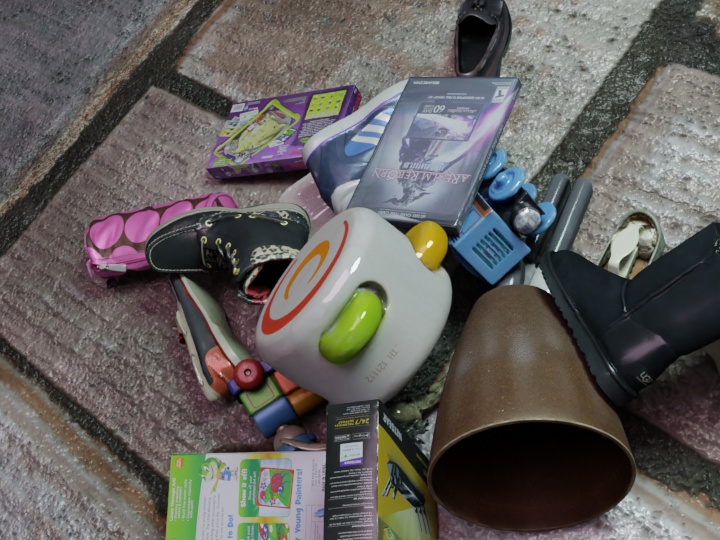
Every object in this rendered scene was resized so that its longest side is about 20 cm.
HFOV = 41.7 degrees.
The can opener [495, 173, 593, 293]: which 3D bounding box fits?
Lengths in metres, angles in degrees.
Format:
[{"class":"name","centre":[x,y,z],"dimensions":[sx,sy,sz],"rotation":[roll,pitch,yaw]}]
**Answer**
[{"class":"can opener","centre":[0.200,-0.027,1.038],"dimensions":[0.053,0.067,0.201],"rotation":[16,69,28]}]

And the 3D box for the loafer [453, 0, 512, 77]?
[{"class":"loafer","centre":[0.154,-0.303,1.223],"dimensions":[0.071,0.063,0.201],"rotation":[-2,60,20]}]

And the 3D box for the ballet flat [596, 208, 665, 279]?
[{"class":"ballet flat","centre":[0.258,0.021,0.989],"dimensions":[0.067,0.064,0.201],"rotation":[20,70,30]}]

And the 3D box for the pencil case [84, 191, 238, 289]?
[{"class":"pencil case","centre":[-0.252,-0.040,1.213],"dimensions":[0.199,0.091,0.094],"rotation":[-13,22,16]}]

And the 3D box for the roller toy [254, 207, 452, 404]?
[{"class":"roller toy","centre":[-0.002,0.043,0.947],"dimensions":[0.182,0.140,0.201],"rotation":[-34,26,46]}]

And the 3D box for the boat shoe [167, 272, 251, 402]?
[{"class":"boat shoe","centre":[-0.193,0.071,1.135],"dimensions":[0.063,0.071,0.200],"rotation":[-44,51,8]}]

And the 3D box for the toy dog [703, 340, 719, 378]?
[{"class":"toy dog","centre":[0.407,0.032,0.899],"dimensions":[0.194,0.140,0.200],"rotation":[39,79,8]}]

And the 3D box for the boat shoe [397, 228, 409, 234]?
[{"class":"boat shoe","centre":[0.000,0.000,1.100],"dimensions":[0.199,0.066,0.072],"rotation":[-33,23,-15]}]

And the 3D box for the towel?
[{"class":"towel","centre":[0.004,-0.100,1.179],"dimensions":[0.200,0.035,0.133],"rotation":[-36,54,-1]}]

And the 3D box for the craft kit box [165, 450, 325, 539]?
[{"class":"craft kit box","centre":[-0.106,0.287,0.961],"dimensions":[0.196,0.049,0.201],"rotation":[-4,73,16]}]

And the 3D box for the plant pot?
[{"class":"plant pot","centre":[0.158,0.116,0.918],"dimensions":[0.186,0.187,0.201],"rotation":[-11,45,15]}]

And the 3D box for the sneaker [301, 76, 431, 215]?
[{"class":"sneaker","centre":[0.043,-0.130,1.124],"dimensions":[0.199,0.081,0.147],"rotation":[-30,67,-11]}]

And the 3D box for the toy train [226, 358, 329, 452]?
[{"class":"toy train","centre":[-0.036,0.118,1.047],"dimensions":[0.199,0.085,0.116],"rotation":[-32,70,-8]}]

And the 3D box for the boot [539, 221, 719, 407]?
[{"class":"boot","centre":[0.270,0.012,0.878],"dimensions":[0.168,0.076,0.201],"rotation":[-37,35,17]}]

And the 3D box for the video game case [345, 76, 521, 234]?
[{"class":"video game case","centre":[0.080,-0.132,1.037],"dimensions":[0.142,0.019,0.201],"rotation":[8,61,34]}]

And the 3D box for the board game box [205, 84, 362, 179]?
[{"class":"board game box","centre":[-0.102,-0.183,1.253],"dimensions":[0.199,0.032,0.120],"rotation":[-2,50,29]}]

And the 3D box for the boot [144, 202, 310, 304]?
[{"class":"boot","centre":[-0.152,-0.016,1.084],"dimensions":[0.202,0.074,0.154],"rotation":[-10,27,-3]}]

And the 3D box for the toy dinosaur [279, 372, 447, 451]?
[{"class":"toy dinosaur","centre":[0.019,0.159,0.973],"dimensions":[0.199,0.088,0.048],"rotation":[-17,94,-11]}]

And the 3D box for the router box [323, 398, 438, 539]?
[{"class":"router box","centre":[0.024,0.230,0.873],"dimensions":[0.052,0.200,0.158],"rotation":[-9,59,17]}]

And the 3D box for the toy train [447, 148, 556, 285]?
[{"class":"toy train","centre":[0.134,-0.073,1.045],"dimensions":[0.114,0.087,0.200],"rotation":[-42,26,9]}]
